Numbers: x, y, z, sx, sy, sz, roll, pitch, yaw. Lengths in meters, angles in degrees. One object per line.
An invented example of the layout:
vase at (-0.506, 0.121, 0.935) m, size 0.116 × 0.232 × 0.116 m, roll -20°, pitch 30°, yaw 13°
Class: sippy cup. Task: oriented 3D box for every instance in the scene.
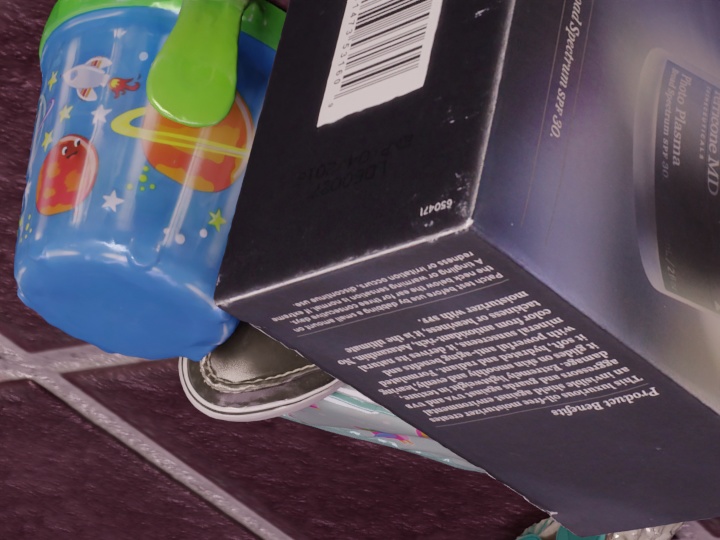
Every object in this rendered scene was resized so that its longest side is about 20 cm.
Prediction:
sippy cup at (-0.087, -0.037, 0.854) m, size 0.139 × 0.131 × 0.178 m, roll 0°, pitch 150°, yaw 24°

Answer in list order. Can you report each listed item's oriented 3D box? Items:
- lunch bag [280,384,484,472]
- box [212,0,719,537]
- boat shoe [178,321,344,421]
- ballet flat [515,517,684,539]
lunch bag at (0.012, 0.047, 0.992) m, size 0.199 × 0.077 × 0.160 m, roll 19°, pitch 168°, yaw -6°
box at (0.077, -0.040, 0.706) m, size 0.123 × 0.201 × 0.198 m, roll -16°, pitch 141°, yaw 42°
boat shoe at (0.000, 0.000, 0.866) m, size 0.200 × 0.071 × 0.064 m, roll -34°, pitch 172°, yaw 9°
ballet flat at (0.143, 0.177, 1.214) m, size 0.071 × 0.072 × 0.200 m, roll 18°, pitch 152°, yaw -9°
